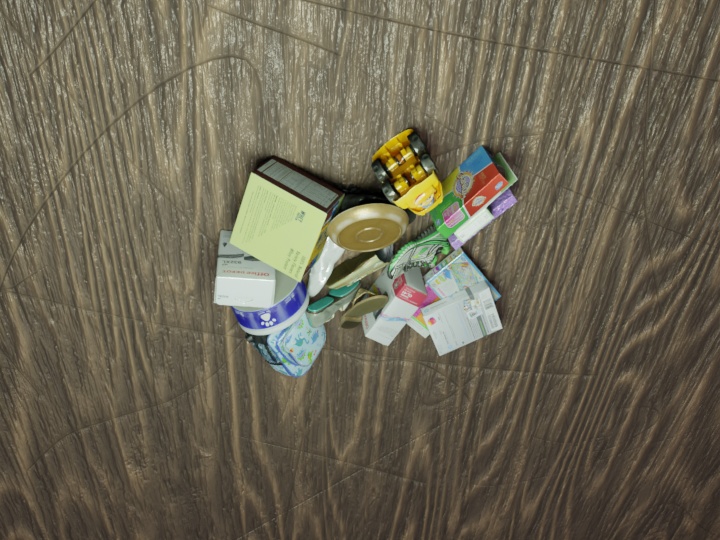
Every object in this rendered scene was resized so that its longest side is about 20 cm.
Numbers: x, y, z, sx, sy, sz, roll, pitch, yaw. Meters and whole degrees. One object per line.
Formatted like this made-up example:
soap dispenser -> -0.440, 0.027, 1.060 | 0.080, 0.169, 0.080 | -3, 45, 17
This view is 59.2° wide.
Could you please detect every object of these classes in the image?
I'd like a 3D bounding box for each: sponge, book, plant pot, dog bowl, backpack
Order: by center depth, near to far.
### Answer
plant pot -> 0.020, -0.092, 1.492 | 0.196, 0.028, 0.201 | -8, 153, -4
sponge -> 0.301, -0.152, 1.619 | 0.199, 0.112, 0.030 | -39, 124, 19
dog bowl -> -0.236, 0.069, 1.639 | 0.196, 0.202, 0.080 | -17, 125, 4
backpack -> -0.185, 0.188, 1.734 | 0.145, 0.184, 0.202 | 10, 142, 34
book -> 0.208, 0.086, 1.820 | 0.133, 0.048, 0.200 | 36, 112, -28

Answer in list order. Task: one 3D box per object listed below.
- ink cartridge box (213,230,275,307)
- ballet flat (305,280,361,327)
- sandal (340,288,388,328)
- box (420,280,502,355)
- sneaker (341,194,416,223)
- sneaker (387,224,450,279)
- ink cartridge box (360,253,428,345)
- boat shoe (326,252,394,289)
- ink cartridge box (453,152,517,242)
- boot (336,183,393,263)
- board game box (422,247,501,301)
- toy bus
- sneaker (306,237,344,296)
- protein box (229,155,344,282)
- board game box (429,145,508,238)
ink cartridge box -> -0.285, -0.008, 1.574 | 0.142, 0.202, 0.085 | 4, 126, -12
ballet flat -> -0.071, 0.090, 1.712 | 0.199, 0.067, 0.065 | -33, 126, -38
sandal -> 0.001, 0.084, 1.700 | 0.076, 0.071, 0.212 | 8, 149, -28
box -> 0.285, 0.136, 1.777 | 0.197, 0.041, 0.158 | -25, 121, 3
sneaker -> 0.056, -0.141, 1.518 | 0.197, 0.090, 0.078 | 3, 88, -29
sneaker -> 0.152, -0.037, 1.643 | 0.198, 0.086, 0.078 | -35, 166, -16
ink cartridge box -> 0.086, 0.080, 1.731 | 0.085, 0.149, 0.201 | 25, 118, -25
boat shoe -> 0.000, -0.002, 1.708 | 0.199, 0.074, 0.063 | -34, 123, 5
ink cartridge box -> 0.300, -0.183, 1.576 | 0.199, 0.147, 0.048 | -39, 124, 19
boot -> 0.004, -0.117, 1.597 | 0.159, 0.073, 0.203 | -2, 105, -15
board game box -> 0.285, 0.045, 1.768 | 0.134, 0.034, 0.200 | -39, 120, 12
toy bus -> 0.134, -0.202, 1.510 | 0.135, 0.202, 0.192 | -33, 132, 12
sneaker -> -0.110, -0.027, 1.681 | 0.087, 0.076, 0.202 | 26, 113, -10
protein box -> -0.174, -0.124, 1.506 | 0.197, 0.135, 0.201 | 28, 121, 4
board game box -> 0.255, -0.194, 1.557 | 0.040, 0.154, 0.200 | 36, 113, -29
